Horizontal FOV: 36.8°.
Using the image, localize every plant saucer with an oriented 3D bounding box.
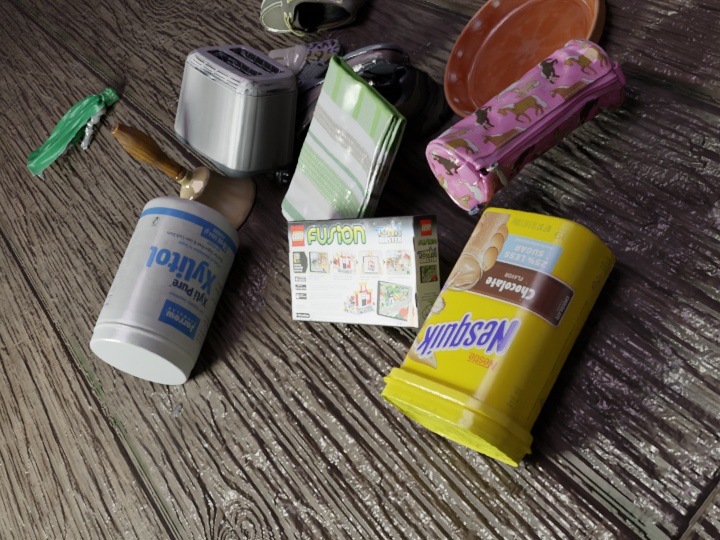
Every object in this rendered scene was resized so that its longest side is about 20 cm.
[{"bbox_3d":[0.177,-0.239,1.168,0.199,0.032,0.202,-28,44,30],"label":"plant saucer"}]

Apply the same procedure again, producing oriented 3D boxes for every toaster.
[{"bbox_3d":[-0.154,-0.206,1.388,0.199,0.113,0.131,36,128,39],"label":"toaster"}]

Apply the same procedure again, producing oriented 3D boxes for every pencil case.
[{"bbox_3d":[0.157,-0.139,1.017,0.199,0.083,0.087,-37,62,-17],"label":"pencil case"}]

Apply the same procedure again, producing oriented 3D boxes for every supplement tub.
[{"bbox_3d":[-0.238,0.024,1.334,0.131,0.132,0.202,-8,56,44],"label":"supplement tub"}]

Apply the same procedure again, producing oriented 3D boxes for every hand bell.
[{"bbox_3d":[-0.240,-0.131,1.401,0.103,0.199,0.105,-28,42,30],"label":"hand bell"}]

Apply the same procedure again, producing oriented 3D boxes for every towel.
[{"bbox_3d":[-0.027,-0.115,1.194,0.149,0.030,0.202,47,129,39],"label":"towel"}]

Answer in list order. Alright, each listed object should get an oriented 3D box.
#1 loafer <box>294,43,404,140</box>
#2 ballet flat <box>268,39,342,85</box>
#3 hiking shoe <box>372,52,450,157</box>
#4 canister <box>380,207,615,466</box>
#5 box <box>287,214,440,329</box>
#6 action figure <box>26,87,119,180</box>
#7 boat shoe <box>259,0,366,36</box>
[{"bbox_3d":[-0.017,-0.218,1.349,0.199,0.071,0.064,-19,67,46],"label":"loafer"},{"bbox_3d":[-0.115,-0.261,1.477,0.199,0.072,0.073,-34,41,25],"label":"ballet flat"},{"bbox_3d":[0.003,-0.164,1.241,0.200,0.100,0.076,-42,36,15],"label":"hiking shoe"},{"bbox_3d":[0.122,0.052,0.953,0.148,0.086,0.202,14,71,53],"label":"canister"},{"bbox_3d":[0.000,0.000,1.126,0.199,0.034,0.112,1,95,48],"label":"box"},{"bbox_3d":[-0.502,-0.248,1.906,0.200,0.055,0.118,-44,36,2],"label":"action figure"},{"bbox_3d":[-0.074,-0.365,1.512,0.200,0.072,0.061,-4,53,42],"label":"boat shoe"}]
